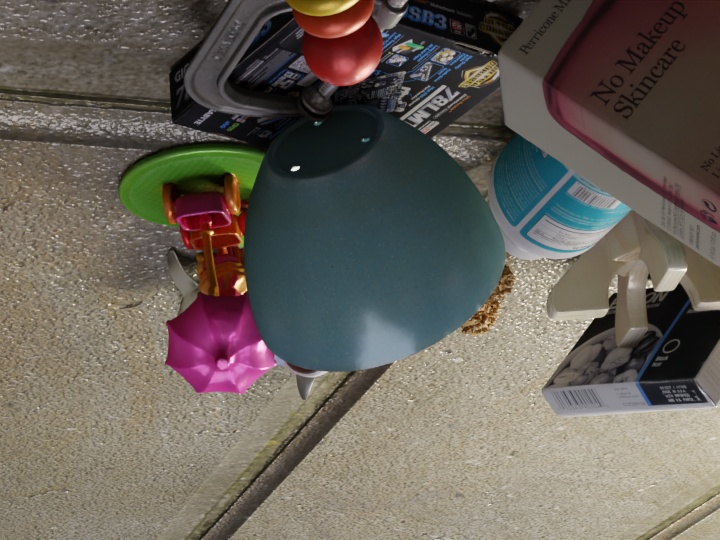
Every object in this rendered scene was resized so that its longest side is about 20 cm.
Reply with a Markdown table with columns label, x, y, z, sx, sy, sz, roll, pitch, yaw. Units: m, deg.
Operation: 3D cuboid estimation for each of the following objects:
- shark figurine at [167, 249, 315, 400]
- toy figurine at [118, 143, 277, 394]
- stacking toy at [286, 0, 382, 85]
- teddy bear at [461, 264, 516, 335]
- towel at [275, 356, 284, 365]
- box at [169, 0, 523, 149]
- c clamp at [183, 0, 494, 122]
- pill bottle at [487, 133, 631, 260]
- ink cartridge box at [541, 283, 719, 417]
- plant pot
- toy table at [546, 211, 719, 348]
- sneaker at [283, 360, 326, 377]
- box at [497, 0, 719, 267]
| label | x | y | z | sx | sy | sz | roll | pitch | yaw |
| --- | --- | --- | --- | --- | --- | --- | --- | --- | --- |
| shark figurine | -0.092 | 0.027 | 1.854 | 0.213 | 0.129 | 0.089 | 13 | -140 | 44 |
| toy figurine | -0.119 | 0.020 | 1.715 | 0.149 | 0.186 | 0.200 | -8 | 157 | 6 |
| stacking toy | -0.026 | -0.199 | 1.295 | 0.085 | 0.086 | 0.201 | -8 | 139 | 5 |
| teddy bear | 0.076 | 0.018 | 1.927 | 0.144 | 0.067 | 0.200 | -6 | 165 | 25 |
| towel | -0.065 | 0.051 | 2.003 | 0.146 | 0.024 | 0.200 | -10 | 157 | 11 |
| box | -0.010 | -0.149 | 1.524 | 0.197 | 0.050 | 0.200 | 11 | 150 | -34 |
| c clamp | -0.027 | -0.153 | 1.425 | 0.170 | 0.027 | 0.200 | 9 | 150 | -29 |
| pill bottle | 0.172 | -0.080 | 1.647 | 0.110 | 0.112 | 0.200 | 4 | 155 | -21 |
| ink cartridge box | 0.293 | 0.053 | 1.899 | 0.197 | 0.200 | 0.044 | -10 | 122 | 50 |
| plant pot | -0.005 | -0.042 | 1.509 | 0.198 | 0.201 | 0.135 | -12 | 126 | 14 |
| toy table | 0.245 | -0.017 | 1.804 | 0.198 | 0.118 | 0.184 | -8 | 157 | 1 |
| sneaker | 0.000 | 0.000 | 1.705 | 0.072 | 0.201 | 0.085 | 22 | 177 | 24 |
| box | 0.211 | -0.120 | 1.419 | 0.199 | 0.128 | 0.109 | 35 | 165 | 19 |
